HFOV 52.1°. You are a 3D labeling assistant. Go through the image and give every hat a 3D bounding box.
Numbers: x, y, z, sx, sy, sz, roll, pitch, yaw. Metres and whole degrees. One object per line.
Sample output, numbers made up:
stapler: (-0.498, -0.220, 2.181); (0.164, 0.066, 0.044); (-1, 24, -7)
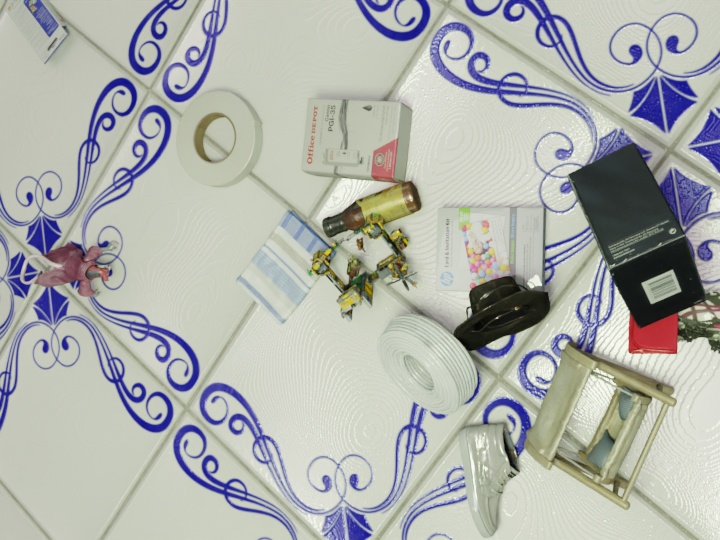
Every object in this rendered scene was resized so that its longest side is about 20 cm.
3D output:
hat: (0.236, 0.060, 1.293); (0.199, 0.200, 0.082); (-31, 62, 18)

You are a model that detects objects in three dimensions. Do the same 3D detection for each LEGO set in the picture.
LEGO set: (0.000, 0.000, 1.390); (0.198, 0.116, 0.155); (-26, 114, 14)

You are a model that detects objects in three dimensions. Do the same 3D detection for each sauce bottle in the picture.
sauce bottle: (0.019, -0.114, 1.435); (0.198, 0.066, 0.067); (-18, 83, 18)

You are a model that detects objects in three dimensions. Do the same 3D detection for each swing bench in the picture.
swing bench: (0.400, 0.255, 1.253); (0.198, 0.129, 0.201); (24, 98, 20)

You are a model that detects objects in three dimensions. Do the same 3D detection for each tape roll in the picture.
tape roll: (-0.303, -0.280, 1.576); (0.200, 0.037, 0.206); (0, 90, 22)

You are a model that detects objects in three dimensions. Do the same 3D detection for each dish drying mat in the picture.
dish drying mat: (0.486, 0.045, 1.220); (0.076, 0.018, 0.202); (-3, 56, 29)

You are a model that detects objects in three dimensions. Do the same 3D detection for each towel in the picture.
towel: (-0.157, -0.006, 1.525); (0.147, 0.024, 0.201); (42, 104, 15)

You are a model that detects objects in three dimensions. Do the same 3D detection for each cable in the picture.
cable: (0.119, 0.169, 1.339); (0.200, 0.201, 0.069); (45, 61, 13)

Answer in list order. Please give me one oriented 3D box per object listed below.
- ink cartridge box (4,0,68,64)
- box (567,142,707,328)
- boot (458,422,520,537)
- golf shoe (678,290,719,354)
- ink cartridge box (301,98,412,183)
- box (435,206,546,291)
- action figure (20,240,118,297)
ink cartridge box: (-0.765, -0.590, 1.756); (0.095, 0.037, 0.201); (-43, 73, 15)
box: (0.437, -0.054, 1.165); (0.122, 0.200, 0.200); (-26, 49, 18)
boot: (0.244, 0.380, 1.340); (0.094, 0.073, 0.203); (-15, 83, 27)
golf shoe: (0.560, 0.075, 1.233); (0.198, 0.077, 0.089); (19, 65, 28)
ink cartridge box: (-0.009, -0.253, 1.437); (0.197, 0.083, 0.149); (7, 92, 21)
box: (0.240, -0.038, 1.363); (0.197, 0.041, 0.159); (2, 91, 22)
action figure: (-0.637, -0.013, 1.652); (0.198, 0.148, 0.136); (7, 86, 35)
